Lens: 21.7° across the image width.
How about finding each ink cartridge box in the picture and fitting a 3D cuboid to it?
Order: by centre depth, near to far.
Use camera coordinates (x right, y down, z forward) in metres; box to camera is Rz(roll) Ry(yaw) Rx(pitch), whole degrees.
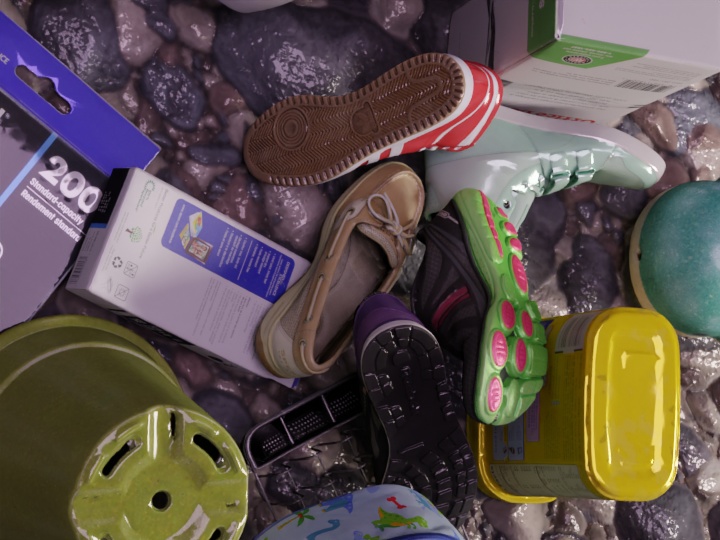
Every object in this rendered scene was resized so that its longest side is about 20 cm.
[{"bbox_3d":[-0.271,-0.080,1.361,0.198,0.043,0.200,40,71,-13],"label":"ink cartridge box"},{"bbox_3d":[-0.115,0.009,1.398,0.200,0.039,0.100,30,74,-33],"label":"ink cartridge box"},{"bbox_3d":[0.170,-0.179,1.459,0.146,0.200,0.084,7,79,-21],"label":"ink cartridge box"}]

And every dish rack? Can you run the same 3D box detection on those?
[{"bbox_3d":[0.006,0.181,1.438,0.153,0.055,0.200,-26,95,-21],"label":"dish rack"}]

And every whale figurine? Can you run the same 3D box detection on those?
[{"bbox_3d":[0.323,-0.009,1.552,0.200,0.104,0.159,4,83,-21],"label":"whale figurine"}]

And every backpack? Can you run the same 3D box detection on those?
[{"bbox_3d":[0.015,0.265,1.337,0.183,0.147,0.200,-22,121,-12],"label":"backpack"}]

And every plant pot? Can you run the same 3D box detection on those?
[{"bbox_3d":[-0.168,0.138,1.275,0.200,0.190,0.200,-3,95,-29],"label":"plant pot"}]

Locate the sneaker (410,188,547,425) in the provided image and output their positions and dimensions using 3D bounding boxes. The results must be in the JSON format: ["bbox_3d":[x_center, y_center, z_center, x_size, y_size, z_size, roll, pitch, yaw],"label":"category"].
[{"bbox_3d":[0.083,0.035,1.393,0.077,0.084,0.200,33,38,-39],"label":"sneaker"}]

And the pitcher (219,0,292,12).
[{"bbox_3d":[-0.031,-0.265,1.379,0.121,0.200,0.172,16,40,-55],"label":"pitcher"}]

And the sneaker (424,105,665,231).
[{"bbox_3d":[0.142,-0.061,1.501,0.200,0.074,0.118,11,74,-10],"label":"sneaker"}]

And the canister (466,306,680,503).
[{"bbox_3d":[0.159,0.104,1.426,0.086,0.200,0.149,4,84,-20],"label":"canister"}]

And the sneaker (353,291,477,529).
[{"bbox_3d":[0.036,0.108,1.391,0.076,0.088,0.200,-12,117,-9],"label":"sneaker"}]

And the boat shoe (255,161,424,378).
[{"bbox_3d":[-0.002,-0.001,1.420,0.073,0.063,0.201,52,60,-25],"label":"boat shoe"}]

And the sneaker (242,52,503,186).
[{"bbox_3d":[0.015,-0.111,1.437,0.112,0.200,0.071,-6,80,-61],"label":"sneaker"}]
